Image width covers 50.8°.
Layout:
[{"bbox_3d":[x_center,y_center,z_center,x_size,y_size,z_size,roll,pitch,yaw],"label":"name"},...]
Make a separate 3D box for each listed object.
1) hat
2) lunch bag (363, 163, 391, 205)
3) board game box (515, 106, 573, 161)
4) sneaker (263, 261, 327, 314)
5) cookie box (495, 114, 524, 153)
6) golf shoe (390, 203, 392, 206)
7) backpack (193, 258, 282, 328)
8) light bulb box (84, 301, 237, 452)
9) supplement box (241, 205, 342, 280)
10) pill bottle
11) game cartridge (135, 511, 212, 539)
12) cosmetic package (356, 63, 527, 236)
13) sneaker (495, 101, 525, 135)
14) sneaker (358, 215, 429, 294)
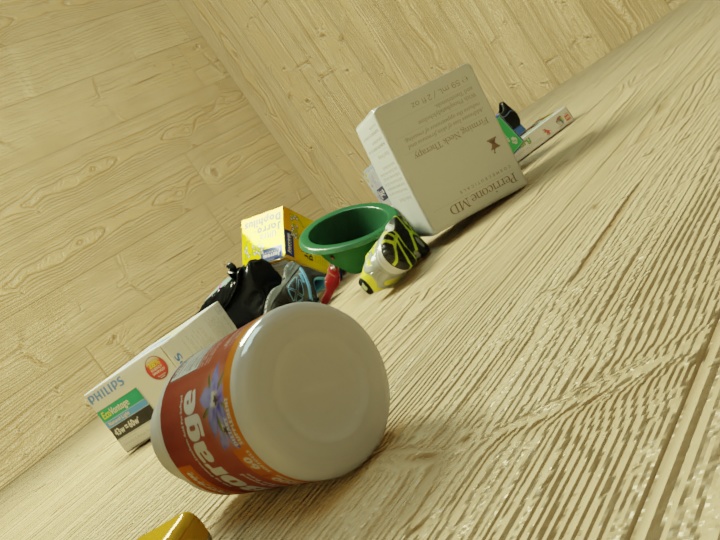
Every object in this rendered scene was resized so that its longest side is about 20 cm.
[{"bbox_3d":[0.000,0.000,1.242,0.165,0.177,0.200,-20,24,-6],"label":"hat"},{"bbox_3d":[0.097,-0.236,2.071,0.127,0.170,0.200,-33,6,13],"label":"lunch bag"},{"bbox_3d":[0.319,-0.249,1.527,0.200,0.035,0.126,-37,6,-12],"label":"board game box"},{"bbox_3d":[-0.117,0.057,1.343,0.200,0.082,0.073,-70,-11,-46],"label":"sneaker"},{"bbox_3d":[0.176,-0.171,1.373,0.200,0.075,0.171,-48,9,-19],"label":"cookie box"},{"bbox_3d":[0.119,-0.128,1.626,0.200,0.075,0.092,-40,-15,-26],"label":"golf shoe"},{"bbox_3d":[-0.222,0.086,1.458,0.200,0.167,0.126,-35,-15,34],"label":"backpack"},{"bbox_3d":[-0.322,0.179,1.305,0.198,0.125,0.200,-32,7,24],"label":"light bulb box"},{"bbox_3d":[-0.137,-0.039,1.549,0.109,0.110,0.200,-16,-22,28],"label":"supplement box"},{"bbox_3d":[-0.077,0.100,0.539,0.112,0.112,0.200,-39,6,-38],"label":"pill bottle"},{"bbox_3d":[-0.198,0.245,0.460,0.176,0.032,0.200,-34,5,19],"label":"game cartridge"},{"bbox_3d":[0.118,-0.176,1.164,0.167,0.200,0.166,-28,5,-8],"label":"cosmetic package"},{"bbox_3d":[0.232,-0.256,1.520,0.200,0.078,0.070,-37,6,-6],"label":"sneaker"},{"bbox_3d":[0.043,-0.024,1.091,0.076,0.075,0.200,-44,-4,21],"label":"sneaker"}]
